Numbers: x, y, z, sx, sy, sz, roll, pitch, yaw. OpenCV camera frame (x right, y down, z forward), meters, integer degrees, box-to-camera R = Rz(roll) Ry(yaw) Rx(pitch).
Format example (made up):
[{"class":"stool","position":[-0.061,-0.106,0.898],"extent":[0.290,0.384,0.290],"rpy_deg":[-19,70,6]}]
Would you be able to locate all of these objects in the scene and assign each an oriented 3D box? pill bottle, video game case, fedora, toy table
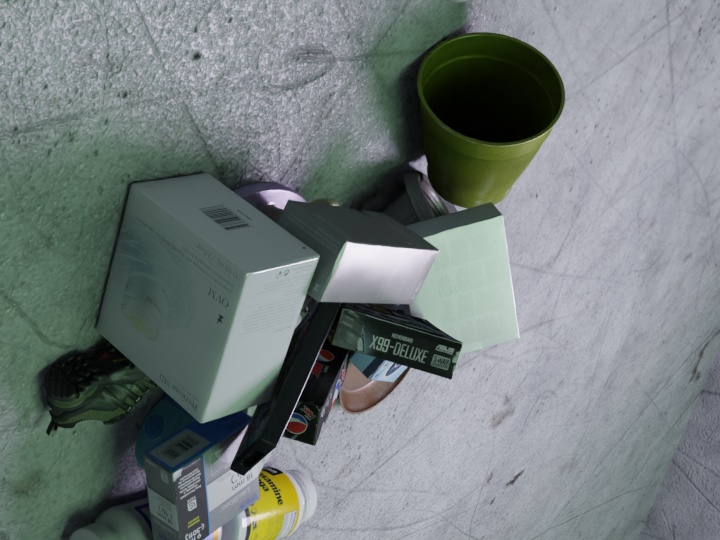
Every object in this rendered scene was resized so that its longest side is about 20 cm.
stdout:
[{"class":"pill bottle","position":[-0.293,0.365,1.626],"extent":[0.200,0.112,0.113],"rpy_deg":[-8,126,-52]},{"class":"video game case","position":[-0.093,0.140,1.463],"extent":[0.201,0.025,0.181],"rpy_deg":[-66,-172,-25]},{"class":"pill bottle","position":[-0.159,0.358,1.813],"extent":[0.200,0.112,0.113],"rpy_deg":[-4,123,-55]},{"class":"fedora","position":[0.091,-0.053,1.752],"extent":[0.090,0.178,0.200],"rpy_deg":[-29,169,15]},{"class":"toy table","position":[-0.101,-0.029,1.508],"extent":[0.199,0.117,0.185],"rpy_deg":[-16,132,-46]}]

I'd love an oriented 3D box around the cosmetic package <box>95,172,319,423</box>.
[{"class":"cosmetic package","position":[-0.179,0.028,1.366],"extent":[0.123,0.199,0.201],"rpy_deg":[-15,132,-48]}]

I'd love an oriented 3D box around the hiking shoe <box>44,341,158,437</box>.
[{"class":"hiking shoe","position":[-0.292,0.133,1.452],"extent":[0.199,0.076,0.101],"rpy_deg":[-17,142,-35]}]

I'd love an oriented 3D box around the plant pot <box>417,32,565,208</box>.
[{"class":"plant pot","position":[0.168,-0.191,1.683],"extent":[0.200,0.200,0.193],"rpy_deg":[-39,157,-26]}]

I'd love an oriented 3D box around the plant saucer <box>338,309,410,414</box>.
[{"class":"plant saucer","position":[0.025,0.138,1.936],"extent":[0.200,0.037,0.201],"rpy_deg":[-37,146,-31]}]

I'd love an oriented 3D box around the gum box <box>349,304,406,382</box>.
[{"class":"gum box","position":[0.074,0.090,1.803],"extent":[0.170,0.045,0.200],"rpy_deg":[-47,167,4]}]

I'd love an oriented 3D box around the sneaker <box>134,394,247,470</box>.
[{"class":"sneaker","position":[-0.208,0.195,1.615],"extent":[0.200,0.079,0.131],"rpy_deg":[-53,149,-3]}]

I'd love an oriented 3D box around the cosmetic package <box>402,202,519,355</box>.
[{"class":"cosmetic package","position":[0.131,0.021,1.658],"extent":[0.150,0.052,0.201],"rpy_deg":[-16,118,-9]}]

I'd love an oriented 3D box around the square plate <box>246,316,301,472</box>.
[{"class":"square plate","position":[-0.120,0.174,1.678],"extent":[0.198,0.028,0.201],"rpy_deg":[-68,169,-53]}]

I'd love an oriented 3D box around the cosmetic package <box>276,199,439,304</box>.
[{"class":"cosmetic package","position":[-0.010,-0.019,1.430],"extent":[0.200,0.107,0.091],"rpy_deg":[7,114,-57]}]

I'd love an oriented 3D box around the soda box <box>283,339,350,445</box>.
[{"class":"soda box","position":[-0.066,0.160,1.667],"extent":[0.200,0.070,0.064],"rpy_deg":[-62,166,-64]}]

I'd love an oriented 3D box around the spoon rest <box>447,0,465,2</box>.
[{"class":"spoon rest","position":[0.176,-0.433,1.562],"extent":[0.200,0.061,0.099],"rpy_deg":[-55,150,1]}]

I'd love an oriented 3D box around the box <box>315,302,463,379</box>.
[{"class":"box","position":[0.028,0.078,1.529],"extent":[0.200,0.157,0.050],"rpy_deg":[-149,-104,-79]}]

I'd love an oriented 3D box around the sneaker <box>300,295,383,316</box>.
[{"class":"sneaker","position":[-0.041,0.048,1.645],"extent":[0.199,0.092,0.076],"rpy_deg":[13,121,-31]}]

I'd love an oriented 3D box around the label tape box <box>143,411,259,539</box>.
[{"class":"label tape box","position":[-0.200,0.292,1.554],"extent":[0.144,0.063,0.201],"rpy_deg":[-31,132,-41]}]
